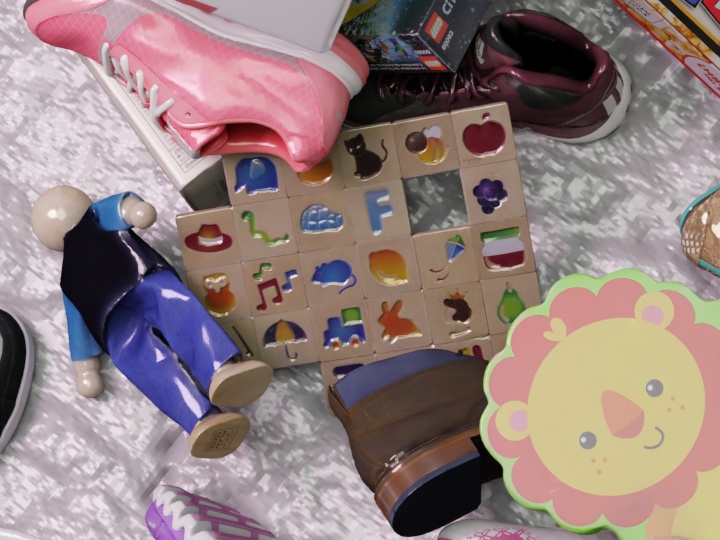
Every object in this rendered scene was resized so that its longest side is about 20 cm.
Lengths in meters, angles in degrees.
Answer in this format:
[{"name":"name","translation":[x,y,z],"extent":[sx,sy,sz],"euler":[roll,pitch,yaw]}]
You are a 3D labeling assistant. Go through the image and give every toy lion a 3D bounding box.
[{"name":"toy lion","translation":[0.171,0.078,1.439],"extent":[0.200,0.069,0.192],"euler":[-32,76,6]}]

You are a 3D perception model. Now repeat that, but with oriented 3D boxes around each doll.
[{"name":"doll","translation":[-0.133,0.022,1.572],"extent":[0.200,0.048,0.137],"euler":[48,130,31]}]

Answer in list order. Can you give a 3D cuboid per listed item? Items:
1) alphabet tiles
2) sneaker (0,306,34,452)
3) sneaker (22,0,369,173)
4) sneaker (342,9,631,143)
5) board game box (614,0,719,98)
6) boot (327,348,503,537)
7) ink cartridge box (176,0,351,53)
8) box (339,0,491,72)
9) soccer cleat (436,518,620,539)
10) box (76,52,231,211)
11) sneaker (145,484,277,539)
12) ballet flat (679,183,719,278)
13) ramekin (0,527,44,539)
[{"name":"alphabet tiles","translation":[0.000,0.000,1.561],"extent":[0.199,0.008,0.168],"euler":[-9,106,6]},{"name":"sneaker","translation":[-0.265,0.100,1.562],"extent":[0.073,0.112,0.200],"euler":[36,84,12]},{"name":"sneaker","translation":[-0.100,-0.109,1.519],"extent":[0.199,0.074,0.087],"euler":[14,72,8]},{"name":"sneaker","translation":[0.055,-0.125,1.565],"extent":[0.199,0.116,0.076],"euler":[3,78,8]},{"name":"board game box","translation":[0.218,-0.190,1.544],"extent":[0.200,0.046,0.152],"euler":[41,84,-18]},{"name":"boot","translation":[0.079,0.067,1.533],"extent":[0.199,0.075,0.097],"euler":[-22,54,-24]},{"name":"ink cartridge box","translation":[-0.075,-0.218,1.510],"extent":[0.146,0.200,0.083],"euler":[18,116,-15]},{"name":"box","translation":[0.039,-0.205,1.568],"extent":[0.136,0.038,0.200],"euler":[5,62,48]},{"name":"soccer cleat","translation":[0.143,0.170,1.520],"extent":[0.199,0.070,0.087],"euler":[24,73,6]},{"name":"box","translation":[-0.121,-0.141,1.612],"extent":[0.095,0.078,0.200],"euler":[-35,76,-1]},{"name":"sneaker","translation":[-0.070,0.198,1.510],"extent":[0.089,0.080,0.200],"euler":[-57,47,13]},{"name":"ballet flat","translation":[0.273,-0.051,1.532],"extent":[0.200,0.071,0.065],"euler":[-35,55,-9]},{"name":"ramekin","translation":[-0.208,0.248,1.529],"extent":[0.200,0.098,0.201],"euler":[-2,78,8]}]
